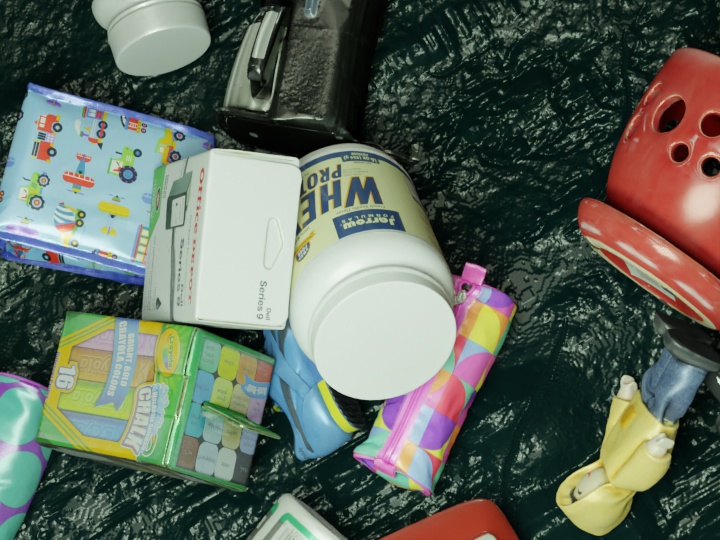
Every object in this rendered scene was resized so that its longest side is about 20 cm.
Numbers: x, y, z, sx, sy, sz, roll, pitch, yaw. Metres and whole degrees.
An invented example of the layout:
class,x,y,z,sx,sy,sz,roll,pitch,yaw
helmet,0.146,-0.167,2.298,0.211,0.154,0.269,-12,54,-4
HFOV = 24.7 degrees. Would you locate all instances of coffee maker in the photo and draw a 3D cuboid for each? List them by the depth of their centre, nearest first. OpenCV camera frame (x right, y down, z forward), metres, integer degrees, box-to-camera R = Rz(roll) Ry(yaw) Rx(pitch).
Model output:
class,x,y,z,sx,sy,sz,roll,pitch,yaw
coffee maker,-0.025,-0.210,1.538,0.190,0.135,0.203,15,79,-12

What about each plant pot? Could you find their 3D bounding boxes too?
class,x,y,z,sx,sy,sz,roll,pitch,yaw
plant pot,0.301,-0.060,1.403,0.199,0.200,0.184,34,90,15

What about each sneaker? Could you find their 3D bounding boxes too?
class,x,y,z,sx,sy,sz,roll,pitch,yaw
sneaker,-0.067,0.076,1.494,0.078,0.066,0.202,-32,67,21

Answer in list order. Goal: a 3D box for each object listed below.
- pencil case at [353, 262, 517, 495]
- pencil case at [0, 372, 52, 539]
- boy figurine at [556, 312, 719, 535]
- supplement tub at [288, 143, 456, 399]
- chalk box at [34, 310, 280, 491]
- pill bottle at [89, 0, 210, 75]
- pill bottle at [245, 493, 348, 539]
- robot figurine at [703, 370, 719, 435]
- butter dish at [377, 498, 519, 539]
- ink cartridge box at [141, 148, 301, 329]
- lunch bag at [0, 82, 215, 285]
class,x,y,z,sx,sy,sz,roll,pitch,yaw
pencil case,0.067,0.095,1.458,0.088,0.088,0.202,22,82,13
pencil case,-0.342,0.191,1.497,0.092,0.085,0.202,26,80,-16
boy figurine,0.235,0.136,1.412,0.064,0.125,0.201,22,113,-15
supplement tub,0.000,0.000,1.420,0.144,0.146,0.201,-23,38,3
chalk box,-0.161,0.115,1.436,0.198,0.124,0.125,5,77,32
pill bottle,-0.214,-0.299,1.582,0.113,0.114,0.202,-19,74,4
pill bottle,-0.085,0.303,1.416,0.113,0.113,0.201,39,85,15
robot figurine,0.378,0.136,1.376,0.124,0.151,0.201,-35,73,-14
butter dish,0.064,0.324,1.379,0.199,0.148,0.201,-17,68,-39
ink cartridge box,-0.125,-0.024,1.441,0.083,0.200,0.148,6,86,-20
lunch bag,-0.231,-0.073,1.551,0.197,0.094,0.152,12,76,0
